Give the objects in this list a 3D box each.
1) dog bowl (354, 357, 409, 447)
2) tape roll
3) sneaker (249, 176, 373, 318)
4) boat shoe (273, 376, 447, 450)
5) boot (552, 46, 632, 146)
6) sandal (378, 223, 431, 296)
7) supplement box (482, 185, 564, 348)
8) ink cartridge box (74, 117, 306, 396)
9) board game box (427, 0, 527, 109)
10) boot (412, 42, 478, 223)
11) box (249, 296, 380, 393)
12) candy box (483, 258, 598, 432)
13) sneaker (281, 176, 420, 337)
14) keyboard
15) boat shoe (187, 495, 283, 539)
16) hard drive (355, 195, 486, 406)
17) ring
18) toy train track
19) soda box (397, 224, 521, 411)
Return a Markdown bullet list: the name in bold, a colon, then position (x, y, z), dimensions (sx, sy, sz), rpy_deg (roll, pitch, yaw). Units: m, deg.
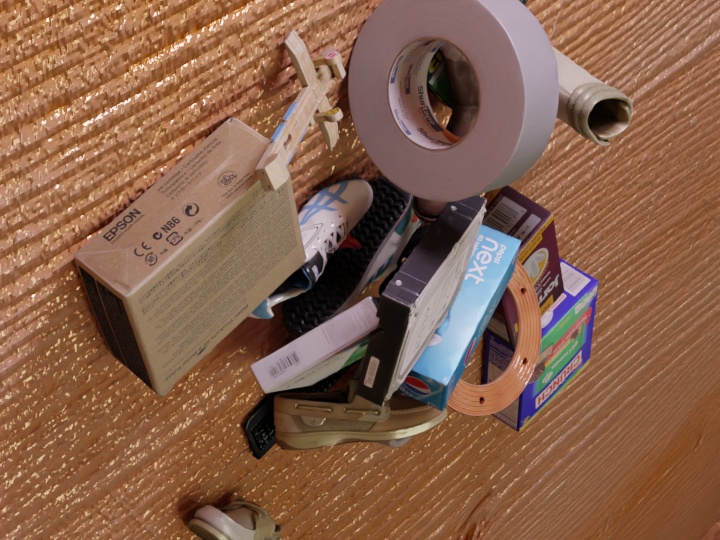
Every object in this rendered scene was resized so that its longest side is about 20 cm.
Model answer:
- **dog bowl**: position (0.056, 0.122, 1.848), dimensions (0.200, 0.058, 0.201), rpy_deg (-52, 157, -33)
- **tape roll**: position (0.085, -0.168, 1.442), dimensions (0.066, 0.200, 0.201), rpy_deg (-19, 137, -50)
- **sneaker**: position (-0.051, -0.020, 1.533), dimensions (0.200, 0.072, 0.072), rpy_deg (-42, 149, -28)
- **boat shoe**: position (0.002, 0.154, 1.717), dimensions (0.199, 0.071, 0.065), rpy_deg (-7, 100, -17)
- **boot**: position (0.236, -0.194, 1.714), dimensions (0.072, 0.154, 0.200), rpy_deg (-60, 153, 10)
- **sandal**: position (0.069, -0.033, 1.733), dimensions (0.075, 0.048, 0.201), rpy_deg (-23, -161, 44)
- **supplement box**: position (0.184, -0.004, 1.925), dimensions (0.110, 0.086, 0.200), rpy_deg (-48, 153, -14)
- **ink cartridge box**: position (-0.147, -0.011, 1.377), dimensions (0.200, 0.075, 0.165), rpy_deg (-44, 153, -24)
- **board game box**: position (0.129, -0.271, 1.596), dimensions (0.200, 0.023, 0.105), rpy_deg (-55, 155, -1)
- **boot**: position (0.096, -0.169, 1.553), dimensions (0.200, 0.064, 0.187), rpy_deg (77, 36, -59)
- **box**: position (-0.022, 0.077, 1.612), dimensions (0.144, 0.036, 0.200), rpy_deg (-30, 174, 10)
- **candy box**: position (0.254, 0.109, 2.183), dimensions (0.169, 0.077, 0.200), rpy_deg (-42, 152, -26)
- **sneaker**: position (0.000, -0.001, 1.638), dimensions (0.200, 0.070, 0.093), rpy_deg (-54, 148, -8)
- **keyboard**: position (-0.047, 0.140, 1.760), dimensions (0.200, 0.040, 0.104), rpy_deg (-44, 151, -20)
- **boat shoe**: position (-0.139, 0.292, 1.754), dimensions (0.069, 0.075, 0.200), rpy_deg (-56, 161, -12)
- **hard drive**: position (0.062, 0.025, 1.529), dimensions (0.200, 0.038, 0.140), rpy_deg (-53, 163, -48)
- **ring**: position (0.133, 0.066, 1.772), dimensions (0.200, 0.019, 0.202), rpy_deg (1, 89, -40)
- **toy train track**: position (-0.043, -0.137, 1.352), dimensions (0.115, 0.032, 0.200), rpy_deg (66, 30, -31)
- **soda box**: position (0.103, 0.046, 1.668), dimensions (0.200, 0.068, 0.064), rpy_deg (-60, 166, -28)
